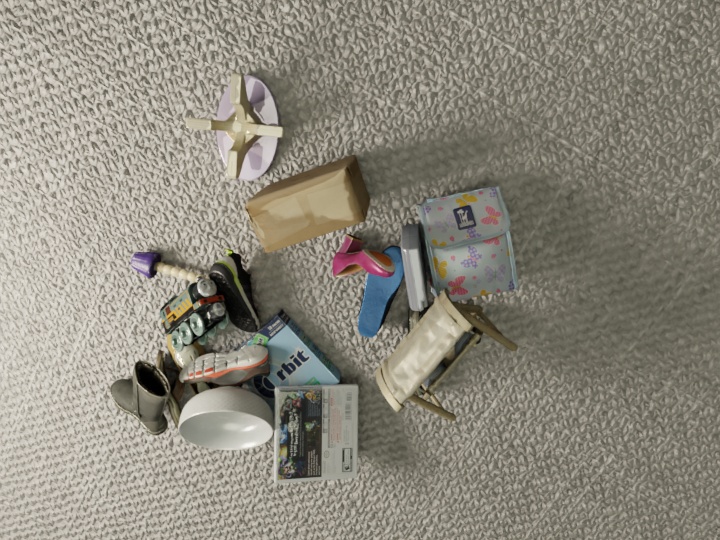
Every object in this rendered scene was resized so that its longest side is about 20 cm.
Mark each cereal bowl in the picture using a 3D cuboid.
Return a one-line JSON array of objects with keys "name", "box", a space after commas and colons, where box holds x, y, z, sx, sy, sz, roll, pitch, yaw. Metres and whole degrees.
[{"name": "cereal bowl", "box": [-0.282, 0.306, 1.162, 0.197, 0.084, 0.201, -3, 141, -2]}]

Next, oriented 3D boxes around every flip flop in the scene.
[{"name": "flip flop", "box": [-0.417, 0.270, 1.236, 0.057, 0.081, 0.202, -19, 103, -14]}]

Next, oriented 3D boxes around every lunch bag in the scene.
[{"name": "lunch bag", "box": [0.206, -0.052, 1.069, 0.168, 0.127, 0.202, -10, 101, 2]}]

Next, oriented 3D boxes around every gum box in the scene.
[{"name": "gum box", "box": [-0.170, 0.216, 1.212, 0.170, 0.045, 0.200, -41, 99, 14]}]

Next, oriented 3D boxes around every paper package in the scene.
[{"name": "paper package", "box": [-0.091, -0.132, 1.035, 0.198, 0.191, 0.104, -18, 108, 10]}]

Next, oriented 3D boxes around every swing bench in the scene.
[{"name": "swing bench", "box": [0.147, 0.153, 1.003, 0.199, 0.130, 0.199, 25, 110, -46]}]

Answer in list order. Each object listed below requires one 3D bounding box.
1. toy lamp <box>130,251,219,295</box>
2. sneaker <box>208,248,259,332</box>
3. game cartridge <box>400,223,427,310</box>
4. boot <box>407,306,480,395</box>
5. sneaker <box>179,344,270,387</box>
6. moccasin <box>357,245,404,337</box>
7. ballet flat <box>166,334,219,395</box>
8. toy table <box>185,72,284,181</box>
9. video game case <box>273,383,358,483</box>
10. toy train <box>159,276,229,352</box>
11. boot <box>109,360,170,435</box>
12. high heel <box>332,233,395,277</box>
[{"name": "toy lamp", "box": [-0.388, 0.004, 1.166, 0.198, 0.058, 0.059, 14, 106, -1]}, {"name": "sneaker", "box": [-0.248, 0.044, 1.158, 0.071, 0.083, 0.201, 8, 132, 26]}, {"name": "game cartridge", "box": [0.104, -0.018, 1.046, 0.040, 0.200, 0.135, -4, 105, 8]}, {"name": "boot", "box": [0.179, 0.168, 1.159, 0.152, 0.074, 0.206, -4, 106, 2]}, {"name": "sneaker", "box": [-0.285, 0.223, 1.162, 0.198, 0.077, 0.083, -12, 117, 5]}, {"name": "moccasin", "box": [0.038, 0.038, 1.138, 0.080, 0.068, 0.202, 26, 105, 5]}, {"name": "ballet flat", "box": [-0.366, 0.219, 1.216, 0.068, 0.063, 0.201, -30, 104, -11]}, {"name": "toy table", "box": [-0.226, -0.271, 1.048, 0.181, 0.117, 0.202, -5, 104, 6]}, {"name": "video game case", "box": [-0.094, 0.347, 1.172, 0.180, 0.023, 0.203, 1, 90, -12]}, {"name": "toy train", "box": [-0.346, 0.091, 1.131, 0.199, 0.085, 0.115, -34, 76, 43]}, {"name": "boot", "box": [-0.476, 0.256, 1.173, 0.181, 0.073, 0.201, 33, 144, 12]}, {"name": "high heel", "box": [0.000, 0.000, 1.070, 0.067, 0.200, 0.097, 13, 104, -35]}]
